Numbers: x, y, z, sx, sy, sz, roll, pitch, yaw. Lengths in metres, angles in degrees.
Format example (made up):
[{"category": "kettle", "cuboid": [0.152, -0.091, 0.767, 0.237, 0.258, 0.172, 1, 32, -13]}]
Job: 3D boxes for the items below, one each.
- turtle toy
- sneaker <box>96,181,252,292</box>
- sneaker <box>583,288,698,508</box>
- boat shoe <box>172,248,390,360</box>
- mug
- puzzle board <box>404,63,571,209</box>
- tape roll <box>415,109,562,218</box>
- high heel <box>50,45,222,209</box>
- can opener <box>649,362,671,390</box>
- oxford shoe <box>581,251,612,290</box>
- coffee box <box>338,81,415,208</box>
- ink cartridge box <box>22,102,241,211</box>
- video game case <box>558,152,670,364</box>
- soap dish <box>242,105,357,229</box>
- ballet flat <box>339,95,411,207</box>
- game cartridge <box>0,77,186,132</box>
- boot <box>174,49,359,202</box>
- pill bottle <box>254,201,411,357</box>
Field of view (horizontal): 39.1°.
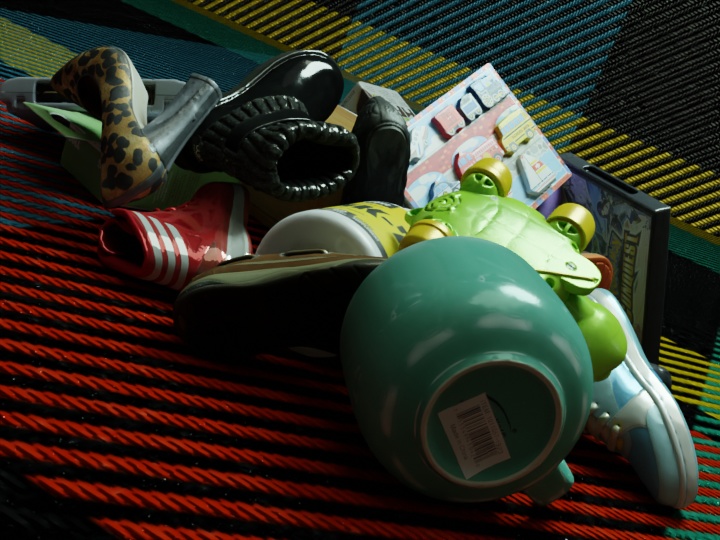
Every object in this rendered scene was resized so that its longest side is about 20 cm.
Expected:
[{"category": "turtle toy", "cuboid": [0.116, 0.011, 0.774, 0.199, 0.101, 0.146, 32, 43, 14]}, {"category": "sneaker", "cuboid": [-0.157, -0.042, 0.850, 0.115, 0.079, 0.200, 18, 14, -19]}, {"category": "sneaker", "cuboid": [0.176, 0.113, 0.815, 0.130, 0.080, 0.201, -13, 50, -10]}, {"category": "boat shoe", "cuboid": [-0.030, 0.014, 0.715, 0.199, 0.076, 0.074, 0, 26, 4]}, {"category": "mug", "cuboid": [0.083, 0.073, 0.642, 0.184, 0.153, 0.115, 17, 18, -15]}, {"category": "puzzle board", "cuboid": [0.119, -0.109, 1.027, 0.200, 0.017, 0.151, -39, 92, -33]}, {"category": "tape roll", "cuboid": [0.123, -0.087, 1.157, 0.199, 0.201, 0.085, 30, 17, 27]}, {"category": "high heel", "cuboid": [-0.231, -0.122, 0.873, 0.199, 0.143, 0.072, 14, -33, 32]}, {"category": "can opener", "cuboid": [0.192, 0.091, 0.907, 0.199, 0.064, 0.079, 19, 16, -13]}, {"category": "oxford shoe", "cuboid": [0.172, 0.003, 0.930, 0.073, 0.072, 0.200, 29, 6, 35]}, {"category": "coffee box", "cuboid": [0.039, -0.094, 1.109, 0.080, 0.113, 0.200, 1, 47, -54]}, {"category": "ink cartridge box", "cuboid": [-0.227, -0.105, 0.996, 0.199, 0.060, 0.104, 7, 21, -44]}, {"category": "video game case", "cuboid": [0.270, -0.007, 1.117, 0.025, 0.201, 0.181, -14, 29, -18]}, {"category": "soap dish", "cuboid": [-0.062, -0.107, 1.078, 0.081, 0.158, 0.200, -15, 36, -39]}, {"category": "ballet flat", "cuboid": [0.011, -0.073, 0.970, 0.066, 0.201, 0.057, 5, 41, -12]}, {"category": "game cartridge", "cuboid": [-0.253, -0.168, 1.053, 0.199, 0.042, 0.133, 2, 0, 6]}, {"category": "boot", "cuboid": [-0.051, -0.131, 0.906, 0.157, 0.080, 0.211, 15, 42, 42]}, {"category": "pill bottle", "cuboid": [0.000, 0.000, 0.854, 0.114, 0.115, 0.200, 26, 15, 16]}]
